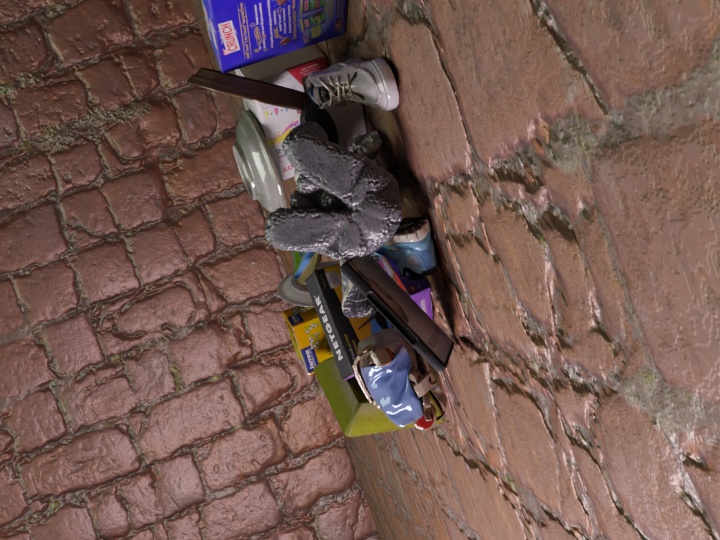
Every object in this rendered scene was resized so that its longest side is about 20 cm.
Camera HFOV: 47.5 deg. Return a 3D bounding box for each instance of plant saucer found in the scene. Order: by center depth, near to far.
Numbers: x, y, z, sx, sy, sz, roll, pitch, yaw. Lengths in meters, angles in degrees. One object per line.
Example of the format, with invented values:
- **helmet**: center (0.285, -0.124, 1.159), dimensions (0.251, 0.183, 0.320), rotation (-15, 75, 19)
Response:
- **plant saucer**: center (-0.169, -0.283, 1.274), dimensions (0.200, 0.197, 0.030), rotation (-136, 57, -67)
- **plant saucer**: center (-0.191, -0.187, 1.488), dimensions (0.200, 0.050, 0.203), rotation (158, 91, -79)
- **plant saucer**: center (0.034, 0.211, 1.514), dimensions (0.200, 0.197, 0.049), rotation (-124, 36, -51)

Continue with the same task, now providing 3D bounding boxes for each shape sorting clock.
- **shape sorting clock**: center (-0.100, -0.074, 1.583), dimensions (0.200, 0.039, 0.204), rotation (-177, 90, -74)

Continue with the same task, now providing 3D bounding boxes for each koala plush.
- **koala plush**: center (-0.020, -0.114, 1.183), dimensions (0.200, 0.181, 0.180), rotation (-62, -11, -72)

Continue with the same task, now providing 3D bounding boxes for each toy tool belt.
- **toy tool belt**: center (0.069, 0.200, 1.359), dimensions (0.202, 0.124, 0.123), rotation (58, -173, -12)

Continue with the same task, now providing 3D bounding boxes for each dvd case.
- **dvd case**: center (0.057, 0.054, 1.174), dimensions (0.200, 0.018, 0.143), rotation (46, -167, 2)

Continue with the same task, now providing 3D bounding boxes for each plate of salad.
- **plate of salad**: center (-0.068, 0.033, 1.633), dimensions (0.200, 0.197, 0.049), rotation (-129, 29, -60)

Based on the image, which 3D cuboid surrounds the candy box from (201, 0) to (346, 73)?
- **candy box**: center (-0.121, -0.380, 1.145), dimensions (0.170, 0.197, 0.078), rotation (100, 147, -69)

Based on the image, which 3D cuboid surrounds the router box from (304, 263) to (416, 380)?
- **router box**: center (0.000, 0.084, 1.510), dimensions (0.051, 0.147, 0.203), rotation (-39, 70, 55)

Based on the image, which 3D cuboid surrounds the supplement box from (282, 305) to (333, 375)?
- **supplement box**: center (-0.041, 0.109, 1.644), dimensions (0.109, 0.197, 0.111), rotation (-141, 31, -68)

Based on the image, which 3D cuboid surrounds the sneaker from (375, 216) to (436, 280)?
- **sneaker**: center (0.060, -0.024, 1.219), dimensions (0.200, 0.077, 0.091), rotation (-164, 51, -77)

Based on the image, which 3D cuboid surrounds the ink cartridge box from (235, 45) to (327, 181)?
- **ink cartridge box**: center (-0.129, -0.296, 1.488), dimensions (0.145, 0.143, 0.202), rotation (-125, 17, -50)

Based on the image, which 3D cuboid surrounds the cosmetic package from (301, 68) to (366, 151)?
- **cosmetic package**: center (-0.034, -0.219, 1.346), dimensions (0.102, 0.073, 0.202), rotation (-122, 17, -49)

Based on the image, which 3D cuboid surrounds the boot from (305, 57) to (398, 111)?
- **boot**: center (-0.017, -0.250, 1.137), dimensions (0.200, 0.094, 0.075), rotation (-137, 28, -68)

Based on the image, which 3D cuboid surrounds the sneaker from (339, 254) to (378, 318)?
- **sneaker**: center (0.000, 0.000, 1.411), dimensions (0.202, 0.076, 0.087), rotation (92, 169, -47)

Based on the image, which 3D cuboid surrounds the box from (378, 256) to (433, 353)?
- **box**: center (0.065, 0.021, 1.372), dimensions (0.201, 0.039, 0.138), rotation (-121, 14, -46)

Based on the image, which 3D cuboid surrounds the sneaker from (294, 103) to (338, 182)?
- **sneaker**: center (-0.077, -0.170, 1.282), dimensions (0.088, 0.074, 0.202), rotation (18, 138, 34)
